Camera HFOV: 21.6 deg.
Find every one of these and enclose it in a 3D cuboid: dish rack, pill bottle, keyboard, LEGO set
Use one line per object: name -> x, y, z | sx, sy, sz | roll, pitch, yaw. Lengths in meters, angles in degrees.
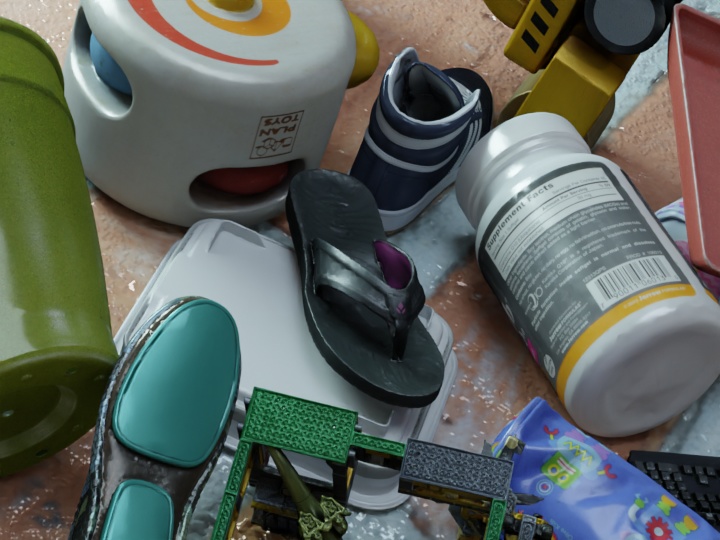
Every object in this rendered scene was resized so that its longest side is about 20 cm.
dish rack -> -0.040, 0.044, 1.136 | 0.198, 0.044, 0.172 | 23, 40, 3
pill bottle -> 0.143, -0.002, 1.213 | 0.115, 0.117, 0.201 | -5, 45, -28
keyboard -> 0.262, 0.162, 1.157 | 0.198, 0.021, 0.128 | 6, 42, -17
LEGO set -> -0.001, 0.151, 1.007 | 0.197, 0.116, 0.156 | 5, 69, 2

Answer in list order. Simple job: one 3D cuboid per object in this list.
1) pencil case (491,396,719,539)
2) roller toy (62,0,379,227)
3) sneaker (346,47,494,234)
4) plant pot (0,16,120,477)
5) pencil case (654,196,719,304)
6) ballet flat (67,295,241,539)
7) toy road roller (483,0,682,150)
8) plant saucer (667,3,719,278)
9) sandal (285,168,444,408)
pencil case -> 0.149, 0.160, 1.063 | 0.199, 0.078, 0.087 | 38, 44, 19
roller toy -> -0.098, -0.131, 1.230 | 0.198, 0.141, 0.183 | 22, 40, 0
sneaker -> 0.056, -0.115, 1.305 | 0.070, 0.109, 0.200 | 29, 40, 9
plant pot -> -0.218, 0.002, 1.005 | 0.199, 0.201, 0.194 | -11, 60, -33
pencil case -> 0.273, -0.028, 1.327 | 0.083, 0.092, 0.199 | 16, 29, 39
ballet flat -> -0.114, 0.107, 0.958 | 0.073, 0.074, 0.202 | 19, 59, -3
toy road roller -> 0.137, -0.180, 1.332 | 0.145, 0.201, 0.123 | 33, 35, 5
plant saucer -> 0.280, -0.058, 1.258 | 0.198, 0.037, 0.202 | 18, 56, -31
sandal -> -0.001, 0.000, 1.131 | 0.075, 0.048, 0.201 | 0, 43, -24
